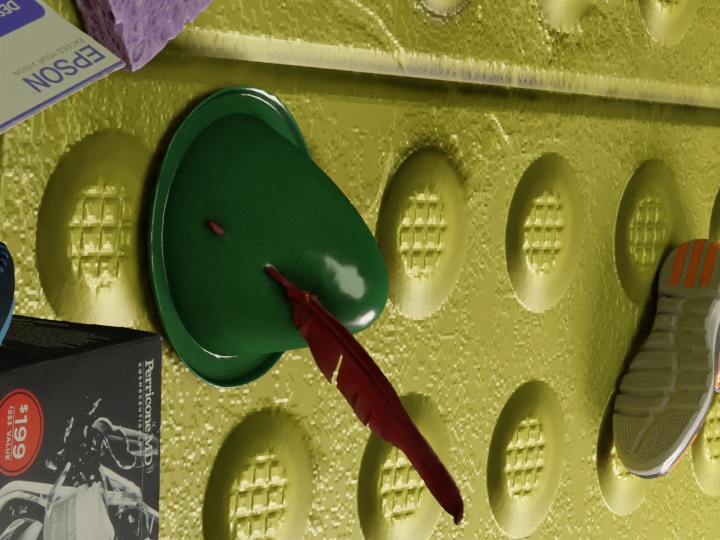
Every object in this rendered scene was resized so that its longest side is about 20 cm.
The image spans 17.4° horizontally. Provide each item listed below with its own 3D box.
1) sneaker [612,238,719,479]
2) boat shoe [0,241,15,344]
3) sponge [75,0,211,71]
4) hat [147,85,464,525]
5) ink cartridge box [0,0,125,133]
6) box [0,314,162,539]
[{"bbox_3d":[0.261,0.085,1.811,0.112,0.077,0.201,49,56,-47],"label":"sneaker"},{"bbox_3d":[-0.199,0.029,0.886,0.200,0.084,0.069,-45,144,-47],"label":"boat shoe"},{"bbox_3d":[-0.127,-0.215,1.222,0.112,0.030,0.201,-50,135,-39],"label":"sponge"},{"bbox_3d":[0.000,0.000,1.316,0.166,0.175,0.201,-46,132,-42],"label":"hat"},{"bbox_3d":[-0.230,-0.098,0.955,0.198,0.200,0.044,-35,159,-48],"label":"ink cartridge box"},{"bbox_3d":[-0.186,0.132,1.119,0.182,0.104,0.201,-13,107,-60],"label":"box"}]
